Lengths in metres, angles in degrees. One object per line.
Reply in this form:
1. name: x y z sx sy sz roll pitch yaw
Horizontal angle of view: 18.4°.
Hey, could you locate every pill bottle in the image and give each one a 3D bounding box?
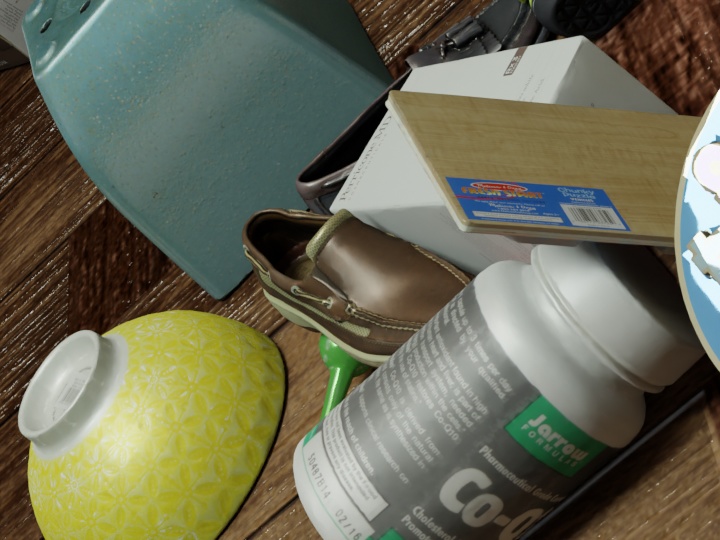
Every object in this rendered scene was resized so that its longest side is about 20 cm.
1. pill bottle: 0.070 0.068 1.114 0.200 0.113 0.113 -44 29 19

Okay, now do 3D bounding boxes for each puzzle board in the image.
1. puzzle board: 0.124 -0.045 1.100 0.151 0.199 0.017 -115 32 -59

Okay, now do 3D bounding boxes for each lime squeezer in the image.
1. lime squeezer: -0.014 0.045 1.366 0.200 0.038 0.071 -96 18 -51

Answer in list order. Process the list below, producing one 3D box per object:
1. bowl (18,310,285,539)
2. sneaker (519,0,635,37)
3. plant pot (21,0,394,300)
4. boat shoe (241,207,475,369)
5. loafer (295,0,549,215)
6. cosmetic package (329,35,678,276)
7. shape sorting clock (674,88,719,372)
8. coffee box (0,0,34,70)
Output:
1. bowl: -0.154 0.098 1.428 0.200 0.108 0.200 -38 31 28
2. sneaker: 0.164 -0.229 1.338 0.200 0.072 0.083 -43 43 20
3. plant pot: -0.123 -0.142 1.555 0.196 0.200 0.196 -46 29 12
4. boat shoe: -0.004 0.004 1.279 0.202 0.075 0.075 11 53 51
5. loafer: 0.040 -0.105 1.409 0.200 0.063 0.072 -50 28 7
6. cosmetic package: 0.078 -0.059 1.264 0.113 0.081 0.200 -60 24 -16
7. shape sorting clock: 0.223 -0.022 0.968 0.200 0.039 0.201 -2 87 35
8. coffee box: -0.330 -0.299 2.175 0.113 0.080 0.200 -6 53 53
